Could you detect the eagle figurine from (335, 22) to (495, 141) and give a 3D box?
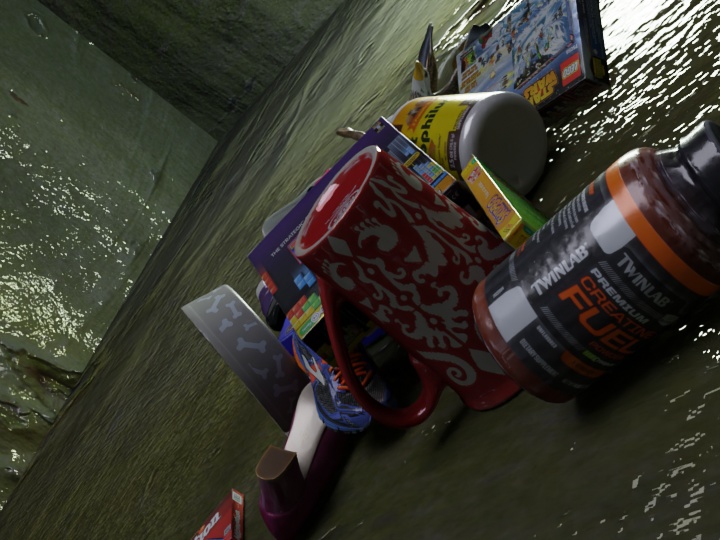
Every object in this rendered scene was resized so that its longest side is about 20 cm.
[{"bbox_3d":[0.092,-0.210,1.213,0.200,0.151,0.151,-48,-4,-28],"label":"eagle figurine"}]

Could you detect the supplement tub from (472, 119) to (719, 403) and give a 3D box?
[{"bbox_3d":[0.174,-0.007,0.650,0.200,0.106,0.108,-45,19,30],"label":"supplement tub"}]

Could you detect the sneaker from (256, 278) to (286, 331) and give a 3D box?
[{"bbox_3d":[-0.063,0.006,1.368,0.200,0.075,0.088,-49,36,21],"label":"sneaker"}]

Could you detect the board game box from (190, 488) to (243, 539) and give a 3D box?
[{"bbox_3d":[-0.200,0.352,1.116,0.201,0.019,0.103,-51,16,10],"label":"board game box"}]

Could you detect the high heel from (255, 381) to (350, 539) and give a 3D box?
[{"bbox_3d":[-0.035,0.178,0.984,0.066,0.097,0.200,9,38,25],"label":"high heel"}]

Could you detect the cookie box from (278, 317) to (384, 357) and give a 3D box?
[{"bbox_3d":[0.000,0.000,1.157,0.171,0.075,0.202,-37,25,38],"label":"cookie box"}]

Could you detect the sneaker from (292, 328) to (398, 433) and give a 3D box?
[{"bbox_3d":[-0.026,0.086,0.957,0.074,0.079,0.200,-23,35,-16],"label":"sneaker"}]

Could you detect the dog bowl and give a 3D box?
[{"bbox_3d":[-0.116,0.100,1.095,0.059,0.201,0.200,-41,15,-10],"label":"dog bowl"}]

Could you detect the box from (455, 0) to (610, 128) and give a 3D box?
[{"bbox_3d":[0.181,-0.217,1.062,0.199,0.039,0.139,-30,55,53],"label":"box"}]

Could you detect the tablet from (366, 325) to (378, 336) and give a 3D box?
[{"bbox_3d":[0.025,-0.013,0.994,0.130,0.014,0.200,-49,21,4],"label":"tablet"}]

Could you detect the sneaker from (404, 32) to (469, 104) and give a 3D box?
[{"bbox_3d":[0.118,-0.235,1.339,0.200,0.076,0.088,-47,3,9],"label":"sneaker"}]

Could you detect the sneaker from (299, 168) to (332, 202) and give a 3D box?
[{"bbox_3d":[-0.043,-0.058,1.108,0.081,0.075,0.200,-53,9,-30],"label":"sneaker"}]

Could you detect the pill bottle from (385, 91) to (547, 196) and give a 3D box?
[{"bbox_3d":[0.097,-0.130,1.035,0.110,0.109,0.199,-57,29,-13],"label":"pill bottle"}]

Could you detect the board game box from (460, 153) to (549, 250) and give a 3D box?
[{"bbox_3d":[0.139,-0.040,0.824,0.030,0.095,0.201,-48,18,16],"label":"board game box"}]

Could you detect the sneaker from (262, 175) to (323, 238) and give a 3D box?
[{"bbox_3d":[-0.063,-0.066,1.461,0.199,0.074,0.116,-32,-29,-24],"label":"sneaker"}]

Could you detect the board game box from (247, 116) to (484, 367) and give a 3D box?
[{"bbox_3d":[-0.001,-0.033,0.934,0.200,0.057,0.165,-46,38,3],"label":"board game box"}]

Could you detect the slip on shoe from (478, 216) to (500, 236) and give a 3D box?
[{"bbox_3d":[0.090,-0.022,0.986,0.077,0.060,0.200,-56,17,-9],"label":"slip on shoe"}]

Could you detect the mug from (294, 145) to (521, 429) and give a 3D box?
[{"bbox_3d":[0.045,0.019,0.786,0.133,0.199,0.179,-20,37,60],"label":"mug"}]
